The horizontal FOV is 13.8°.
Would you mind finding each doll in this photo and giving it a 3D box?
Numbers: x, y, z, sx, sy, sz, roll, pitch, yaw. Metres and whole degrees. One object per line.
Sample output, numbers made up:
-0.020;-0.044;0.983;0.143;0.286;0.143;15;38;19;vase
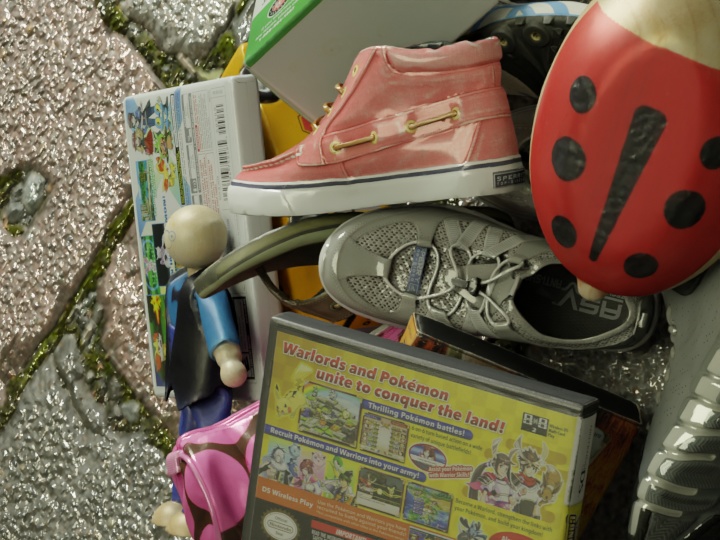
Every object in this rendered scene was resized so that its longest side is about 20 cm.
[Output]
-0.098;0.060;1.833;0.136;0.048;0.202;-167;77;-72;doll

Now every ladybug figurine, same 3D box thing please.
0.155;-0.070;1.589;0.135;0.072;0.201;21;111;12;ladybug figurine

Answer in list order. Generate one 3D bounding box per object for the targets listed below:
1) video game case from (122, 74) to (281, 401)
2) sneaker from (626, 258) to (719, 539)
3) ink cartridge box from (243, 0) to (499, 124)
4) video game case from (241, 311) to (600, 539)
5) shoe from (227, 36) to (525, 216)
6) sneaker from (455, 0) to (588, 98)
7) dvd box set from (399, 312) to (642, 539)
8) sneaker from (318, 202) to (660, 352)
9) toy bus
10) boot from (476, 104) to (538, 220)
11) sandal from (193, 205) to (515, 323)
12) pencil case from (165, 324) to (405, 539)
-0.100;-0.018;1.897;0.182;0.022;0.202;-3;94;64;video game case
0.192;0.060;1.664;0.201;0.075;0.116;-65;29;22;sneaker
0.013;-0.198;1.789;0.146;0.083;0.201;-41;24;30;ink cartridge box
0.027;0.134;1.655;0.199;0.025;0.182;15;106;27;video game case
0.004;-0.083;1.714;0.199;0.071;0.092;-5;94;37;shoe
0.088;-0.137;1.771;0.199;0.072;0.073;-4;44;50;sneaker
0.054;0.137;1.712;0.029;0.146;0.201;-93;28;-66;dvd box set
0.075;0.002;1.692;0.198;0.082;0.075;7;90;2;sneaker
-0.029;-0.046;1.860;0.065;0.078;0.201;-57;46;53;toy bus
0.116;-0.067;1.725;0.199;0.095;0.074;3;85;43;boot
0.001;0.000;1.759;0.080;0.199;0.058;141;123;-71;sandal
-0.019;0.098;1.765;0.094;0.199;0.091;63;168;-10;pencil case
